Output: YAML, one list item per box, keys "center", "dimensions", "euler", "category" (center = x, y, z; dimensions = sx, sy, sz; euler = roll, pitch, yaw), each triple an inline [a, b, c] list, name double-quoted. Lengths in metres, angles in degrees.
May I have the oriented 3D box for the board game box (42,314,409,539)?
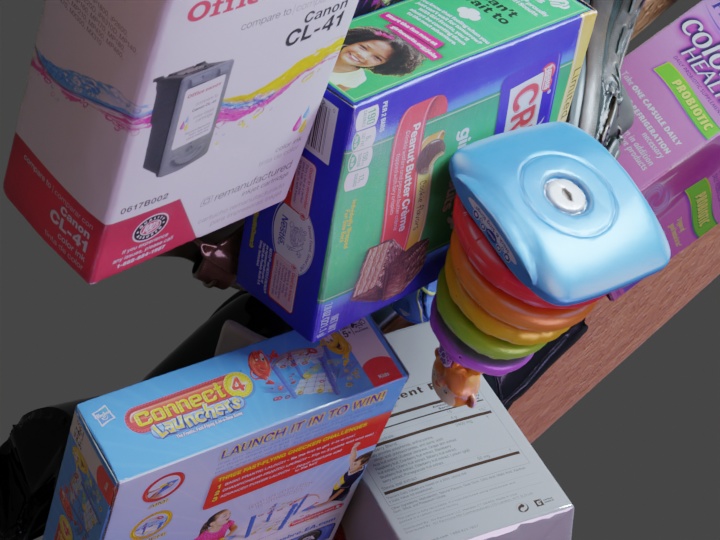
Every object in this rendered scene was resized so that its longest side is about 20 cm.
- center: [-0.088, 0.127, 1.217]
  dimensions: [0.199, 0.056, 0.197]
  euler: [-18, 150, -30]
  category: "board game box"

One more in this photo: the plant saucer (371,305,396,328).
- center: [0.000, 0.000, 1.438]
  dimensions: [0.070, 0.019, 0.200]
  euler: [-40, 158, -11]
  category: "plant saucer"

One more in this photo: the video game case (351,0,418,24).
- center: [0.051, -0.170, 1.209]
  dimensions: [0.200, 0.036, 0.182]
  euler: [-41, 156, -9]
  category: "video game case"

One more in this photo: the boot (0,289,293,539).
- center: [-0.137, 0.094, 1.283]
  dimensions: [0.200, 0.077, 0.168]
  euler: [-48, 162, 22]
  category: "boot"

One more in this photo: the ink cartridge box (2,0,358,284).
- center: [-0.087, -0.107, 1.016]
  dimensions: [0.147, 0.086, 0.201]
  euler: [-25, 152, -38]
  category: "ink cartridge box"

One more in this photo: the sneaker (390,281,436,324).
- center: [0.060, -0.012, 1.419]
  dimensions: [0.106, 0.075, 0.200]
  euler: [-60, 159, -4]
  category: "sneaker"

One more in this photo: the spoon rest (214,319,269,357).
- center: [-0.016, 0.002, 1.279]
  dimensions: [0.200, 0.060, 0.100]
  euler: [-50, 167, -40]
  category: "spoon rest"

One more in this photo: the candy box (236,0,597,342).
- center: [0.032, -0.072, 1.177]
  dimensions: [0.199, 0.077, 0.170]
  euler: [-27, 142, -38]
  category: "candy box"

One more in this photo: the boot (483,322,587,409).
- center: [0.100, 0.055, 1.615]
  dimensions: [0.168, 0.076, 0.200]
  euler: [-50, 149, -7]
  category: "boot"

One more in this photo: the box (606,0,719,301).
- center: [0.234, -0.092, 1.543]
  dimensions: [0.199, 0.097, 0.176]
  euler: [-36, 157, 1]
  category: "box"

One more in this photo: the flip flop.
- center: [-0.079, -0.018, 1.218]
  dimensions: [0.081, 0.058, 0.200]
  euler: [-46, 158, 4]
  category: "flip flop"

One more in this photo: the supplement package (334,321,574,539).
- center: [0.042, 0.150, 1.344]
  dimensions: [0.119, 0.200, 0.122]
  euler: [-15, 131, -18]
  category: "supplement package"

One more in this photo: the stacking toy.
- center: [0.082, 0.017, 1.192]
  dimensions: [0.109, 0.116, 0.201]
  euler: [-18, 152, -35]
  category: "stacking toy"

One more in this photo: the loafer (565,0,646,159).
- center: [0.155, -0.119, 1.292]
  dimensions: [0.072, 0.062, 0.202]
  euler: [112, -12, -57]
  category: "loafer"
